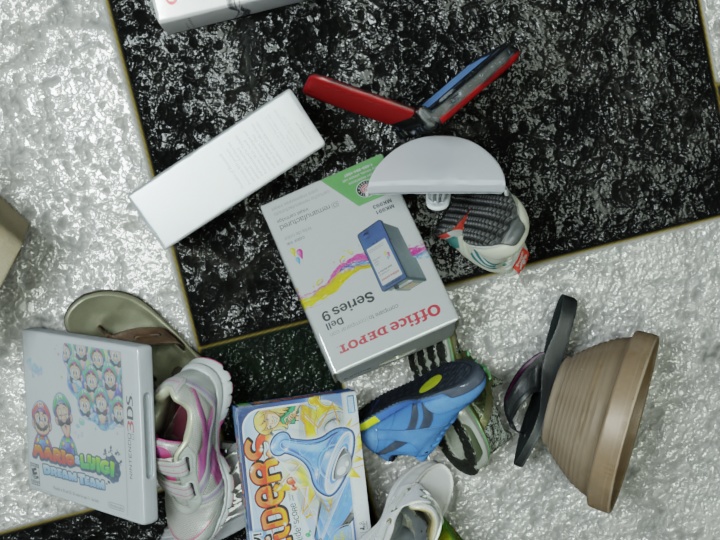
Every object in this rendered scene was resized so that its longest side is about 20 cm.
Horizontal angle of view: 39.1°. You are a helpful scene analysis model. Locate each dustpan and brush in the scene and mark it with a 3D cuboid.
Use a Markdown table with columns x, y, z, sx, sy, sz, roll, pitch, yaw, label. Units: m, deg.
| x | y | z | sx | sy | sz | roll | pitch | yaw | label |
| --- | --- | --- | --- | --- | --- | --- | --- | --- | --- |
| 0.083 | -0.109 | 1.053 | 0.139 | 0.200 | 0.057 | 0 | 126 | 8 | dustpan and brush |

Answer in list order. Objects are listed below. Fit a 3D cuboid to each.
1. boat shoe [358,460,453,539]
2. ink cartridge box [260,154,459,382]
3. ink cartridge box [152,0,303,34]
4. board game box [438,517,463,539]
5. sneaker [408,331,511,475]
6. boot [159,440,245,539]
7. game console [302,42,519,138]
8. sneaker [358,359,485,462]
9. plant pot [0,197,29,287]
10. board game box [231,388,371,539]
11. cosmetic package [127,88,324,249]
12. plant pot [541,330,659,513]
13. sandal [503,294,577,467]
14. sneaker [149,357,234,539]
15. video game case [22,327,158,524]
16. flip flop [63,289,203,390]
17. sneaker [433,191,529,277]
| x | y | z | sx | sy | sz | roll | pitch | yaw | label |
| --- | --- | --- | --- | --- | --- | --- | --- | --- | --- |
| 0.061 | 0.273 | 1.100 | 0.069 | 0.200 | 0.071 | -33 | 98 | 41 | boat shoe |
| 0.000 | 0.000 | 1.082 | 0.145 | 0.088 | 0.200 | -23 | 79 | -3 | ink cartridge box |
| -0.132 | -0.345 | 1.063 | 0.200 | 0.084 | 0.146 | -15 | 97 | -3 | ink cartridge box |
| 0.114 | 0.346 | 1.102 | 0.048 | 0.200 | 0.102 | -38 | 98 | 0 | board game box |
| 0.118 | 0.126 | 1.159 | 0.089 | 0.077 | 0.200 | -20 | 97 | -34 | sneaker |
| -0.143 | 0.237 | 1.140 | 0.200 | 0.074 | 0.096 | -23 | 92 | -11 | boot |
| 0.045 | -0.201 | 1.036 | 0.172 | 0.200 | 0.119 | -41 | 98 | 0 | game console |
| 0.076 | 0.158 | 1.103 | 0.078 | 0.066 | 0.200 | 52 | 134 | -6 | sneaker |
| -0.449 | -0.017 | 1.025 | 0.177 | 0.200 | 0.200 | 28 | 93 | -18 | plant pot |
| -0.062 | 0.237 | 1.103 | 0.135 | 0.034 | 0.200 | -7 | 90 | -15 | board game box |
| -0.140 | -0.108 | 1.080 | 0.200 | 0.101 | 0.071 | -33 | 99 | 0 | cosmetic package |
| 0.258 | 0.156 | 1.116 | 0.093 | 0.201 | 0.201 | 15 | 95 | 21 | plant pot |
| 0.196 | 0.122 | 1.155 | 0.048 | 0.075 | 0.201 | 17 | 86 | 4 | sandal |
| -0.189 | 0.195 | 1.064 | 0.081 | 0.088 | 0.200 | 0 | 93 | 30 | sneaker |
| -0.289 | 0.159 | 1.071 | 0.200 | 0.024 | 0.182 | 4 | 98 | 38 | video game case |
| -0.234 | 0.094 | 1.115 | 0.200 | 0.058 | 0.081 | 41 | 91 | -8 | flip flop |
| 0.150 | -0.034 | 1.069 | 0.093 | 0.200 | 0.070 | 34 | 86 | -14 | sneaker |
